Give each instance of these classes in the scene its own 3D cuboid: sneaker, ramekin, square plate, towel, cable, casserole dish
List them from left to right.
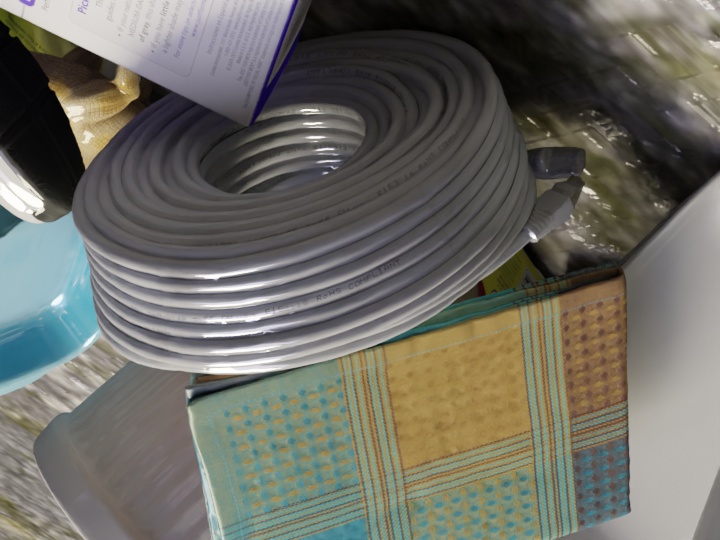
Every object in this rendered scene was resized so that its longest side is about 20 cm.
[{"bbox_3d":[-0.222,-0.079,1.001,0.115,0.076,0.201,-39,100,25],"label":"sneaker"},{"bbox_3d":[-0.183,0.006,1.176,0.039,0.121,0.200,59,151,21],"label":"casserole dish"},{"bbox_3d":[-0.060,0.119,1.125,0.200,0.105,0.200,45,-179,-1],"label":"ramekin"},{"bbox_3d":[-0.026,-0.032,0.956,0.199,0.200,0.070,11,130,38],"label":"cable"},{"bbox_3d":[0.025,0.079,0.975,0.022,0.199,0.147,-122,21,-51],"label":"towel"},{"bbox_3d":[0.150,0.068,1.045,0.198,0.200,0.028,42,-169,-34],"label":"square plate"}]

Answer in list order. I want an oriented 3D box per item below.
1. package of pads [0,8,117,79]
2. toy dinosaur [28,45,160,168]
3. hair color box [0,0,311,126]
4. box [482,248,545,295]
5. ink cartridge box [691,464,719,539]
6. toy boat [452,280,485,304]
[{"bbox_3d":[-0.221,-0.134,1.112,0.154,0.068,0.200,6,150,42],"label":"package of pads"},{"bbox_3d":[-0.130,-0.085,1.057,0.200,0.101,0.058,37,-171,-39],"label":"toy dinosaur"},{"bbox_3d":[-0.112,-0.154,0.928,0.199,0.065,0.110,25,139,-1],"label":"hair color box"},{"bbox_3d":[0.000,0.000,1.184,0.199,0.050,0.075,9,151,35],"label":"box"},{"bbox_3d":[0.229,0.077,0.921,0.144,0.201,0.083,20,161,13],"label":"ink cartridge box"},{"bbox_3d":[-0.010,0.026,1.064,0.131,0.130,0.200,64,172,-32],"label":"toy boat"}]
